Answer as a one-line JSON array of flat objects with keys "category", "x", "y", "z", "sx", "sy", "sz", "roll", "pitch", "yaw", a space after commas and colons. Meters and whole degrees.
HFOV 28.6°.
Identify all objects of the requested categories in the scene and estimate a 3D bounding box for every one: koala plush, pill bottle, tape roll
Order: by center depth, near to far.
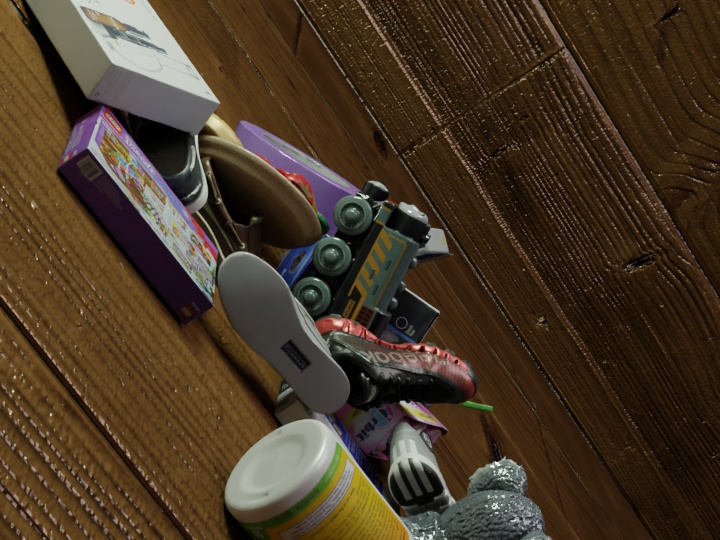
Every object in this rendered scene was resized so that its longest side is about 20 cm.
[{"category": "pill bottle", "x": -0.020, "y": 0.238, "z": 1.246, "sx": 0.200, "sy": 0.111, "sz": 0.111, "roll": 54, "pitch": 11, "yaw": -23}, {"category": "koala plush", "x": 0.100, "y": 0.287, "z": 1.421, "sx": 0.184, "sy": 0.200, "sz": 0.178, "roll": 53, "pitch": 12, "yaw": -27}, {"category": "tape roll", "x": -0.088, "y": -0.118, "z": 1.859, "sx": 0.200, "sy": 0.066, "sz": 0.200, "roll": 31, "pitch": 7, "yaw": -4}]

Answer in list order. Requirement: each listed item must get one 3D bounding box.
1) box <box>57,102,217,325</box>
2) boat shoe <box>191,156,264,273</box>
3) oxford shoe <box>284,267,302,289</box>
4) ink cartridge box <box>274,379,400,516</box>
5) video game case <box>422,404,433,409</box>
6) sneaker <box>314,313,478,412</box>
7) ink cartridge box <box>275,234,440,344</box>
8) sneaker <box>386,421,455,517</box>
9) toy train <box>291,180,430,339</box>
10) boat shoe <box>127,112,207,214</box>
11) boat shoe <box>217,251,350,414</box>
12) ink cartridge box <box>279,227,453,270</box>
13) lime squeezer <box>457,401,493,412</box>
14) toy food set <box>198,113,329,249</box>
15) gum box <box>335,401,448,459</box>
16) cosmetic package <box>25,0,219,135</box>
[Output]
[{"category": "box", "x": -0.214, "y": -0.057, "z": 1.391, "sx": 0.200, "sy": 0.039, "sz": 0.137, "roll": 54, "pitch": 12, "yaw": -22}, {"category": "boat shoe", "x": -0.138, "y": -0.038, "z": 1.587, "sx": 0.203, "sy": 0.075, "sz": 0.075, "roll": 54, "pitch": 11, "yaw": -21}, {"category": "oxford shoe", "x": -0.033, "y": 0.067, "z": 1.795, "sx": 0.200, "sy": 0.071, "sz": 0.071, "roll": 51, "pitch": 11, "yaw": -41}, {"category": "ink cartridge box", "x": -0.022, "y": 0.207, "z": 1.538, "sx": 0.200, "sy": 0.037, "sz": 0.095, "roll": 53, "pitch": 10, "yaw": -12}, {"category": "video game case", "x": 0.028, "y": 0.102, "z": 1.834, "sx": 0.200, "sy": 0.023, "sz": 0.182, "roll": 58, "pitch": -23, "yaw": 13}, {"category": "sneaker", "x": 0.033, "y": 0.119, "z": 1.560, "sx": 0.200, "sy": 0.071, "sz": 0.098, "roll": 17, "pitch": 37, "yaw": -7}, {"category": "ink cartridge box", "x": -0.013, "y": 0.035, "z": 1.697, "sx": 0.200, "sy": 0.100, "sz": 0.039, "roll": 34, "pitch": 2, "yaw": 10}, {"category": "sneaker", "x": 0.076, "y": 0.246, "z": 1.594, "sx": 0.116, "sy": 0.075, "sz": 0.200, "roll": -101, "pitch": 175, "yaw": -51}, {"category": "toy train", "x": 0.000, "y": 0.000, "z": 1.637, "sx": 0.114, "sy": 0.200, "sz": 0.085, "roll": 28, "pitch": 3, "yaw": 5}, {"category": "boat shoe", "x": -0.211, "y": -0.148, "z": 1.528, "sx": 0.060, "sy": 0.075, "sz": 0.200, "roll": 74, "pitch": -11, "yaw": -52}, {"category": "boat shoe", "x": -0.081, "y": 0.060, "z": 1.468, "sx": 0.200, "sy": 0.072, "sz": 0.066, "roll": 49, "pitch": -1, "yaw": -18}, {"category": "ink cartridge box", "x": 0.013, "y": -0.021, "z": 1.911, "sx": 0.200, "sy": 0.197, "sz": 0.047, "roll": -5, "pitch": 83, "yaw": -78}, {"category": "lime squeezer", "x": 0.072, "y": 0.119, "z": 1.723, "sx": 0.200, "sy": 0.071, "sz": 0.038, "roll": 49, "pitch": -12, "yaw": 18}, {"category": "toy food set", "x": -0.126, "y": -0.096, "z": 1.639, "sx": 0.200, "sy": 0.049, "sz": 0.198, "roll": 26, "pitch": -23, "yaw": 19}, {"category": "gum box", "x": 0.023, "y": 0.168, "z": 1.693, "sx": 0.113, "sy": 0.066, "sz": 0.200, "roll": 44, "pitch": 5, "yaw": 22}, {"category": "cosmetic package", "x": -0.255, "y": -0.237, "z": 1.490, "sx": 0.151, "sy": 0.052, "sz": 0.200, "roll": 18, "pitch": 29, "yaw": -50}]
